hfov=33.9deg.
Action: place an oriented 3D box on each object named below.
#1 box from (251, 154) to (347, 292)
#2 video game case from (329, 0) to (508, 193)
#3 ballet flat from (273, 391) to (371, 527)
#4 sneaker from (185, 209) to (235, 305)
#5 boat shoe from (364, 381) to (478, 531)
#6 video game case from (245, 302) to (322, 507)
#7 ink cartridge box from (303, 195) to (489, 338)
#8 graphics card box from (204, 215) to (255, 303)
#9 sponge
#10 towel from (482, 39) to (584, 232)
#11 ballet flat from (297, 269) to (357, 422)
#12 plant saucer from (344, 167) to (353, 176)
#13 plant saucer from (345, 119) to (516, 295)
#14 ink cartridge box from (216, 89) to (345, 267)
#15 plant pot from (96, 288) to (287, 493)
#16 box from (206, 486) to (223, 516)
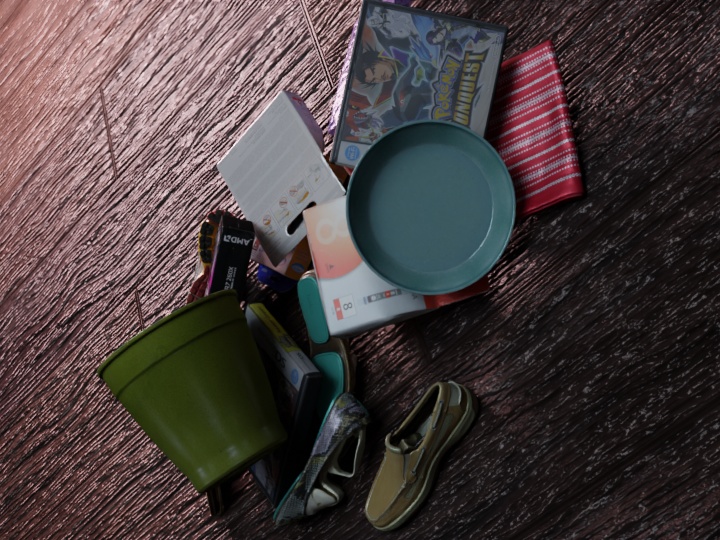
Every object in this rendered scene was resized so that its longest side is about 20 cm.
[{"bbox_3d":[-0.099,-0.074,1.688,0.118,0.041,0.202,22,88,49],"label":"box"},{"bbox_3d":[0.069,-0.208,1.409,0.178,0.026,0.203,12,91,4],"label":"video game case"},{"bbox_3d":[-0.042,0.250,1.465,0.072,0.071,0.202,43,112,47],"label":"ballet flat"},{"bbox_3d":[-0.212,0.012,1.755,0.082,0.077,0.203,-164,85,-86],"label":"sneaker"},{"bbox_3d":[0.053,0.211,1.372,0.072,0.076,0.202,39,103,47],"label":"boat shoe"},{"bbox_3d":[-0.122,0.174,1.552,0.181,0.025,0.202,44,126,47],"label":"video game case"},{"bbox_3d":[0.040,-0.022,1.425,0.198,0.050,0.164,-19,74,19],"label":"ink cartridge box"},{"bbox_3d":[-0.188,0.032,1.619,0.126,0.050,0.203,-122,45,-78],"label":"graphics card box"},{"bbox_3d":[0.013,-0.284,1.627,0.111,0.030,0.202,-27,44,50],"label":"sponge"},{"bbox_3d":[0.186,-0.157,1.403,0.143,0.022,0.203,-20,70,34],"label":"towel"},{"bbox_3d":[-0.032,0.097,1.513,0.070,0.065,0.203,-2,97,39],"label":"ballet flat"},{"bbox_3d":[0.068,-0.181,1.560,0.200,0.036,0.201,-53,44,16],"label":"plant saucer"},{"bbox_3d":[0.082,-0.073,1.379,0.202,0.198,0.036,-64,-3,3],"label":"plant saucer"},{"bbox_3d":[-0.103,-0.129,1.672,0.162,0.050,0.201,-44,63,23],"label":"ink cartridge box"},{"bbox_3d":[-0.191,0.160,1.452,0.200,0.200,0.194,-36,81,30],"label":"plant pot"},{"bbox_3d":[-0.224,0.212,1.629,0.165,0.021,0.202,90,164,-50],"label":"box"}]
